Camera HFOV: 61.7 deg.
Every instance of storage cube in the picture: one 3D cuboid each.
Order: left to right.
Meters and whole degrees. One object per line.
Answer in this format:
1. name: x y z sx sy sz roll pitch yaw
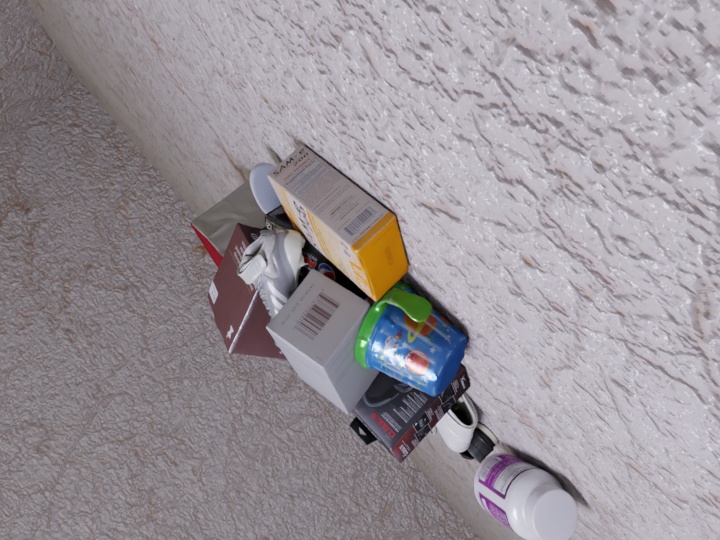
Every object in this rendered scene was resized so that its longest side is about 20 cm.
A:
1. storage cube: -0.209 -0.047 1.225 0.170 0.199 0.182 37 159 43

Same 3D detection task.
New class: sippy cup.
1. sippy cup: 0.080 0.107 0.875 0.129 0.142 0.177 30 -174 25

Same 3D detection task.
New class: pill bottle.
1. pill bottle: 0.281 0.389 1.029 0.113 0.112 0.200 49 168 -6

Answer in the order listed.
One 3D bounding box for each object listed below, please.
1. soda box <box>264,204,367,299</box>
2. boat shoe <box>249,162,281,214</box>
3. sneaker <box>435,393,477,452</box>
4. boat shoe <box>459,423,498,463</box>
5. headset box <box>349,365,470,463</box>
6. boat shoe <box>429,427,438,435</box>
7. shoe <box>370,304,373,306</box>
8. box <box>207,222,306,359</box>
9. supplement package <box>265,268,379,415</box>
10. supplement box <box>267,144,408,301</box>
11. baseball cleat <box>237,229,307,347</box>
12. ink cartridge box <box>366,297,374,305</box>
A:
1. soda box: -0.062 -0.029 0.952 0.198 0.063 0.072 32 137 22
2. boat shoe: -0.131 -0.115 1.066 0.202 0.075 0.086 46 174 -35
3. sneaker: 0.151 0.234 1.146 0.201 0.073 0.117 49 153 28
4. boat shoe: 0.218 0.348 1.241 0.074 0.063 0.201 45 169 1
5. headset box: 0.066 0.209 1.028 0.148 0.200 0.078 38 165 36
6. boat shoe: 0.136 0.292 1.335 0.072 0.066 0.202 33 160 50
7. shoe: 0.007 0.101 1.054 0.200 0.052 0.072 145 106 -79
8. box: -0.143 0.045 1.086 0.197 0.167 0.167 13 -153 -38
9. supplement package: -0.045 0.115 0.933 0.116 0.118 0.202 28 157 26
10. supplement box: -0.031 -0.067 0.837 0.199 0.073 0.127 41 165 32
11. baseball cleat: -0.140 0.029 0.929 0.070 0.104 0.205 -122 37 -60
12. ink cartridge box: 0.000 0.000 1.024 0.201 0.037 0.095 51 167 -1
